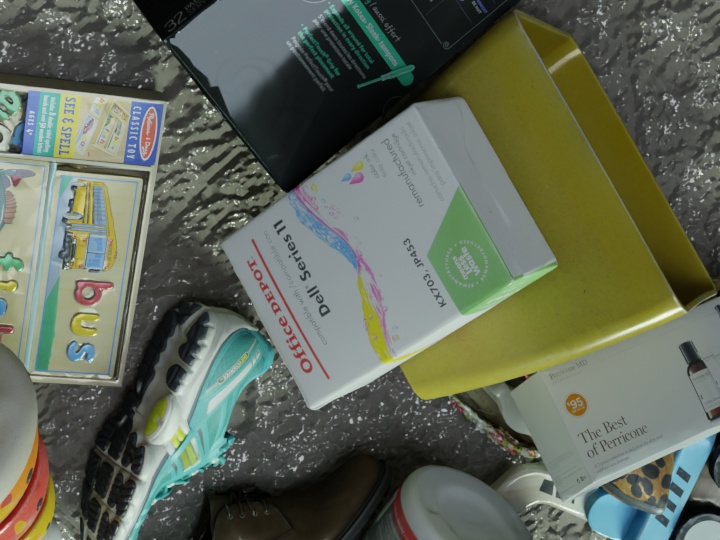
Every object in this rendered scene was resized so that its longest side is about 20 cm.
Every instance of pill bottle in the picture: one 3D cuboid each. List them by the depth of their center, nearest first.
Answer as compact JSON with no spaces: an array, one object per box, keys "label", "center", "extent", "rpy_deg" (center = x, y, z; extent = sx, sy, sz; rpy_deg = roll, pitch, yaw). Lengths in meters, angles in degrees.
[{"label":"pill bottle","center":[0.028,0.246,1.240],"extent":[0.113,0.114,0.201],"rpy_deg":[23,118,-25]}]

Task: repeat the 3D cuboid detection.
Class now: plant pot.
[{"label":"plant pot","center":[0.093,-0.025,1.109],"extent":[0.175,0.200,0.201],"rpy_deg":[-31,84,17]}]

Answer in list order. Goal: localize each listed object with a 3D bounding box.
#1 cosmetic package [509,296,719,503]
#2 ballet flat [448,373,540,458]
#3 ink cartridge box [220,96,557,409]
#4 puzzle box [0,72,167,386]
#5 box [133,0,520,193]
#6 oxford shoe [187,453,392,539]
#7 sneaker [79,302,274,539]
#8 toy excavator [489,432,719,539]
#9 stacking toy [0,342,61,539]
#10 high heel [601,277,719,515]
[{"label":"cosmetic package","center":[0.205,0.078,1.174],"extent":[0.198,0.051,0.083],"rpy_deg":[-20,75,-28]},{"label":"ballet flat","center":[0.080,0.064,1.232],"extent":[0.200,0.064,0.076],"rpy_deg":[41,92,-27]},{"label":"ink cartridge box","center":[0.000,0.000,1.024],"extent":[0.199,0.067,0.118],"rpy_deg":[-34,83,31]},{"label":"puzzle box","center":[-0.203,-0.023,1.122],"extent":[0.132,0.025,0.202],"rpy_deg":[4,110,-20]},{"label":"box","center":[-0.019,-0.172,1.054],"extent":[0.200,0.149,0.125],"rpy_deg":[-40,116,0]},{"label":"oxford shoe","center":[-0.067,0.183,1.228],"extent":[0.199,0.073,0.085],"rpy_deg":[-34,106,-9]},{"label":"sneaker","center":[-0.125,0.120,1.182],"extent":[0.079,0.078,0.201],"rpy_deg":[25,102,-34]},{"label":"toy excavator","center":[0.176,0.158,1.297],"extent":[0.198,0.100,0.196],"rpy_deg":[20,106,-11]},{"label":"stacking toy","center":[-0.241,0.142,1.126],"extent":[0.145,0.147,0.200],"rpy_deg":[-33,146,-3]},{"label":"high heel","center":[0.234,0.087,1.242],"extent":[0.198,0.143,0.072],"rpy_deg":[-21,152,-21]}]
